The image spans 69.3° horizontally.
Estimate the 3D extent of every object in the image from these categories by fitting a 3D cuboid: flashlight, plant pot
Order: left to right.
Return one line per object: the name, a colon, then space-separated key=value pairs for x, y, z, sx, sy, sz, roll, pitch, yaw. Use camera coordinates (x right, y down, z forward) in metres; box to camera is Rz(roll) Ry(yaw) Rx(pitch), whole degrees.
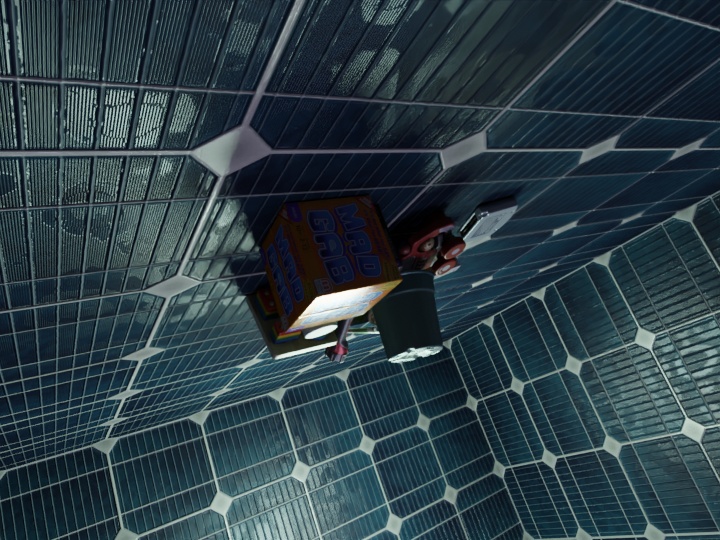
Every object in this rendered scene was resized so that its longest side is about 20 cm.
flashlight: x=-0.043 y=0.162 z=1.466 sx=0.067 sy=0.068 sz=0.201 roll=13 pitch=114 yaw=-17
plant pot: x=0.122 y=0.126 z=1.363 sx=0.198 sy=0.198 sz=0.200 roll=-11 pitch=160 yaw=-4

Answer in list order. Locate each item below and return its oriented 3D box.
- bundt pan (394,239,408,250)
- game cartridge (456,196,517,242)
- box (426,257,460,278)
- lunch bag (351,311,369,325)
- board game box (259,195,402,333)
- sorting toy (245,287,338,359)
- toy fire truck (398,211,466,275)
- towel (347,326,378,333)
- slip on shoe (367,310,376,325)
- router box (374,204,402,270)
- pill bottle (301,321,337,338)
bundt pan: x=0.106 y=-0.014 z=1.526 sx=0.200 sy=0.076 sz=0.202 roll=-19 pitch=164 yaw=-6
game cartridge: x=0.368 y=-0.144 z=1.506 sx=0.132 sy=0.041 sz=0.200 roll=-13 pitch=162 yaw=-15
box: x=0.195 y=0.008 z=1.505 sx=0.199 sy=0.042 sz=0.039 roll=-20 pitch=163 yaw=-20
lunch bag: x=-0.020 y=0.111 z=1.635 sx=0.159 sy=0.083 sz=0.200 roll=-14 pitch=-170 yaw=-18
board game box: x=-0.070 y=-0.013 z=1.094 sx=0.199 sy=0.201 sz=0.200 roll=-10 pitch=160 yaw=-30
sorting toy: x=-0.177 y=0.119 z=1.407 sx=0.198 sy=0.201 sz=0.070 roll=-8 pitch=143 yaw=-36
toy fire truck: x=0.166 y=-0.054 z=1.355 sx=0.167 sy=0.113 sz=0.200 roll=-22 pitch=155 yaw=-20
towel: x=-0.006 y=0.177 z=1.572 sx=0.199 sy=0.024 sz=0.152 roll=-3 pitch=174 yaw=31
slip on shoe: x=0.093 y=0.092 z=1.534 sx=0.200 sy=0.076 sz=0.060 roll=-39 pitch=-157 yaw=-23
router box: x=0.034 y=-0.038 z=1.221 sx=0.052 sy=0.158 sz=0.200 roll=-17 pitch=163 yaw=-11
pill bottle: x=-0.124 y=0.053 z=1.234 sx=0.110 sy=0.201 sz=0.111 roll=-19 pitch=163 yaw=-6
